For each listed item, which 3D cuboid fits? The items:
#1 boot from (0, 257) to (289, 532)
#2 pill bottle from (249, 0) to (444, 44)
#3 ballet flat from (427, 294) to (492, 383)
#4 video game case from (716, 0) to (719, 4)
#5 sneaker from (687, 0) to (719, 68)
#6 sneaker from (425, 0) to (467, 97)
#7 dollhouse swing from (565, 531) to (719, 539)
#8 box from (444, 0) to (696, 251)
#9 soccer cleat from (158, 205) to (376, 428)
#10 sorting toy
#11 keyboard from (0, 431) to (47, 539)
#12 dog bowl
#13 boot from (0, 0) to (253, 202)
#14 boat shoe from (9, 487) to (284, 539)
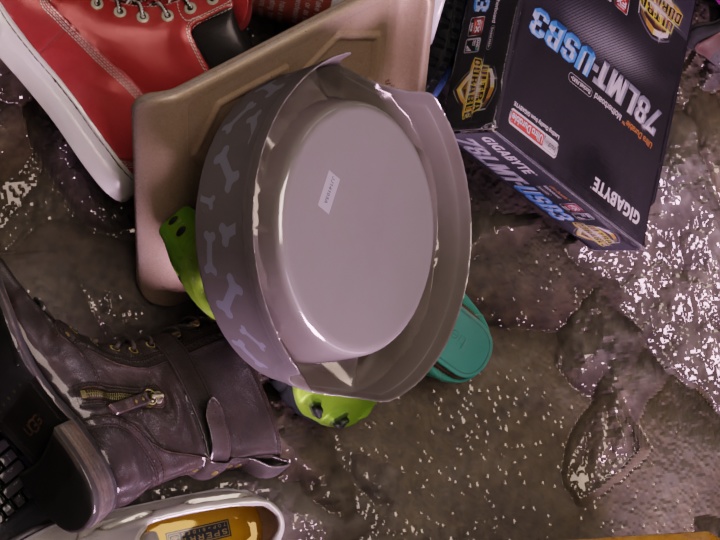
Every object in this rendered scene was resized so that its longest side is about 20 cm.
[{"bbox_3d":[-0.144,0.056,1.375,0.174,0.069,0.201,-21,79,-47],"label":"boot"},{"bbox_3d":[-0.039,-0.208,1.427,0.198,0.112,0.113,17,73,-1],"label":"pill bottle"},{"bbox_3d":[0.000,0.000,1.441,0.200,0.070,0.068,45,71,-27],"label":"ballet flat"},{"bbox_3d":[0.267,-0.273,1.576,0.180,0.036,0.200,-23,55,-21],"label":"video game case"},{"bbox_3d":[0.279,-0.227,1.613,0.081,0.077,0.201,23,66,-3],"label":"sneaker"},{"bbox_3d":[0.048,-0.173,1.510,0.065,0.078,0.202,20,89,15],"label":"sneaker"},{"bbox_3d":[0.124,0.258,1.394,0.198,0.176,0.183,0,79,-23],"label":"dollhouse swing"},{"bbox_3d":[0.139,-0.140,1.501,0.200,0.049,0.200,33,63,-47],"label":"box"},{"bbox_3d":[-0.050,0.027,1.404,0.067,0.081,0.200,-42,136,0],"label":"soccer cleat"},{"bbox_3d":[-0.050,-0.081,1.401,0.199,0.186,0.037,-26,56,-23],"label":"sorting toy"},{"bbox_3d":[-0.242,0.112,1.356,0.200,0.021,0.127,-40,96,-25],"label":"keyboard"},{"bbox_3d":[-0.017,-0.024,1.323,0.199,0.058,0.202,1,88,-52],"label":"dog bowl"},{"bbox_3d":[-0.148,-0.161,1.388,0.144,0.072,0.200,-37,103,10],"label":"boot"},{"bbox_3d":[-0.136,0.174,1.358,0.199,0.070,0.072,-13,88,-25],"label":"boat shoe"}]
